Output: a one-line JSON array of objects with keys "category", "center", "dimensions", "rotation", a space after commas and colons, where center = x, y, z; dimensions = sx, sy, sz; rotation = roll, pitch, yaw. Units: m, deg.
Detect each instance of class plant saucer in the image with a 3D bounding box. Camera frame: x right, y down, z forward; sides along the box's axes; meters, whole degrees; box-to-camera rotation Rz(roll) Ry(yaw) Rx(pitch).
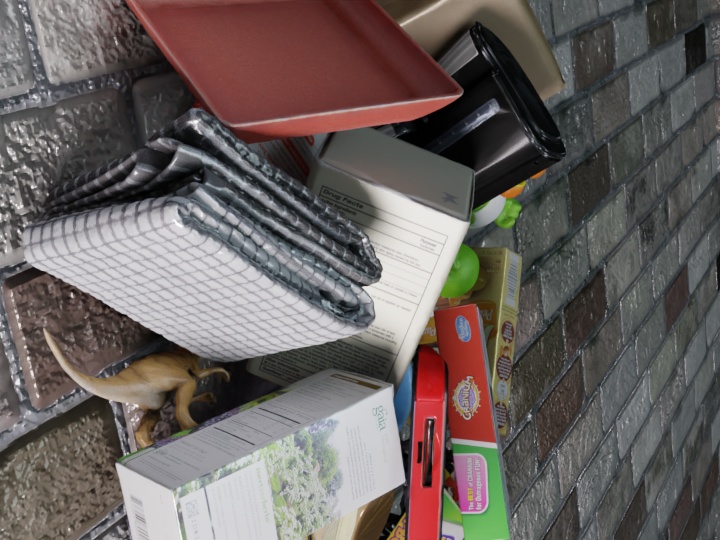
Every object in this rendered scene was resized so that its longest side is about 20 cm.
[{"category": "plant saucer", "center": [-0.056, -0.161, 0.727], "dimensions": [0.197, 0.200, 0.037], "rotation": [-14, 140, -32]}]

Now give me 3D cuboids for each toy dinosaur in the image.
[{"category": "toy dinosaur", "center": [-0.157, 0.088, 0.736], "dimensions": [0.199, 0.060, 0.108], "rotation": [-12, 73, -62]}]

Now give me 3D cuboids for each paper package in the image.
[{"category": "paper package", "center": [0.074, -0.218, 0.960], "dimensions": [0.200, 0.188, 0.105], "rotation": [41, 26, -53]}]

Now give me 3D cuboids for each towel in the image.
[{"category": "towel", "center": [-0.103, -0.014, 0.674], "dimensions": [0.199, 0.164, 0.087], "rotation": [34, 56, -41]}]

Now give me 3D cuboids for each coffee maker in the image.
[{"category": "coffee maker", "center": [0.081, -0.087, 0.896], "dimensions": [0.193, 0.198, 0.135], "rotation": [53, 25, -12]}]

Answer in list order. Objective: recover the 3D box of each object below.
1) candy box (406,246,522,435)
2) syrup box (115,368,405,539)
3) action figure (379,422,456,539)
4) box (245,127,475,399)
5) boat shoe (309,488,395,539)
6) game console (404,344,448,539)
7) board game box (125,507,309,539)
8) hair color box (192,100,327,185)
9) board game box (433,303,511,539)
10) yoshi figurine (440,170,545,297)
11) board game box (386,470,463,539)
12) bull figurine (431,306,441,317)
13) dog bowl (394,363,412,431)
[{"category": "candy box", "center": [0.111, 0.077, 1.112], "dimensions": [0.055, 0.114, 0.204], "rotation": [23, 72, -56]}, {"category": "syrup box", "center": [-0.065, 0.144, 0.717], "dimensions": [0.198, 0.081, 0.080], "rotation": [-20, 108, -39]}, {"category": "action figure", "center": [0.040, 0.238, 1.017], "dimensions": [0.118, 0.101, 0.204], "rotation": [-15, 120, -56]}, {"category": "box", "center": [0.000, 0.000, 0.814], "dimensions": [0.109, 0.126, 0.202], "rotation": [-70, -178, -62]}, {"category": "boat shoe", "center": [-0.026, 0.253, 0.912], "dimensions": [0.072, 0.065, 0.203], "rotation": [-25, 140, -46]}, {"category": "game console", "center": [0.049, 0.166, 0.819], "dimensions": [0.177, 0.030, 0.204], "rotation": [94, -1, -89]}, {"category": "board game box", "center": [-0.106, 0.249, 0.811], "dimensions": [0.165, 0.056, 0.204], "rotation": [-21, 108, -59]}, {"category": "hair color box", "center": [-0.089, -0.099, 0.819], "dimensions": [0.111, 0.063, 0.202], "rotation": [53, 49, -46]}, {"category": "board game box", "center": [0.107, 0.140, 0.929], "dimensions": [0.153, 0.040, 0.204], "rotation": [41, 41, -78]}, {"category": "yoshi figurine", "center": [0.118, -0.045, 1.041], "dimensions": [0.111, 0.200, 0.113], "rotation": [19, 47, -24]}, {"category": "board game box", "center": [0.040, 0.287, 0.941], "dimensions": [0.201, 0.030, 0.096], "rotation": [-55, 143, -16]}, {"category": "bull figurine", "center": [0.017, 0.015, 0.982], "dimensions": [0.122, 0.065, 0.200], "rotation": [48, 49, 0]}, {"category": "dog bowl", "center": [-0.006, 0.143, 0.981], "dimensions": [0.200, 0.049, 0.113], "rotation": [-49, 131, -47]}]
